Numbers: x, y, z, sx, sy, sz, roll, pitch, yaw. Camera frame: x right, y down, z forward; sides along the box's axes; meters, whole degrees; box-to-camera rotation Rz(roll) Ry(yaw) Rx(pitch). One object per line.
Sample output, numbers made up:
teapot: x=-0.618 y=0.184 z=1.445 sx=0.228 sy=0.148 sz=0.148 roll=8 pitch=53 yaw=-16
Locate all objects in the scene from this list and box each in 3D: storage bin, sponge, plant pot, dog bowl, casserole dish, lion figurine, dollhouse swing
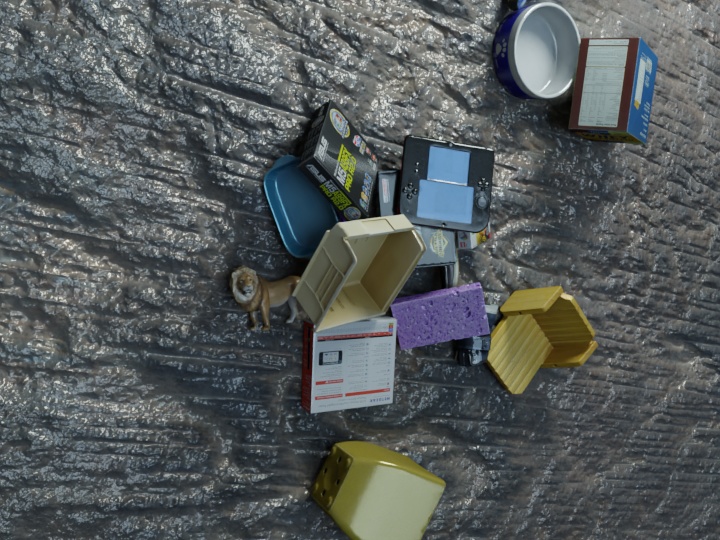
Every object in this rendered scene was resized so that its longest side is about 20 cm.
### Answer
storage bin: x=0.000 y=0.000 z=1.489 sx=0.198 sy=0.094 sz=0.200 roll=-11 pitch=143 yaw=-45
sponge: x=0.167 y=0.098 z=1.659 sx=0.196 sy=0.030 sz=0.113 roll=-11 pitch=113 yaw=5
plant pot: x=0.017 y=0.457 z=1.600 sx=0.198 sy=0.195 sz=0.197 roll=30 pitch=82 yaw=-23
dog bowl: x=0.392 y=-0.483 z=1.739 sx=0.197 sy=0.078 sz=0.204 roll=-5 pitch=101 yaw=-30
casserole dish: x=-0.106 y=-0.121 z=1.486 sx=0.119 sy=0.039 sz=0.203 roll=-18 pitch=97 yaw=19
lion figurine: x=-0.162 y=0.046 z=1.508 sx=0.198 sy=0.072 sz=0.125 roll=-9 pitch=95 yaw=-43
dollhouse swing: x=0.412 y=0.175 z=1.806 sx=0.201 sy=0.180 sz=0.177 roll=52 pitch=52 yaw=-26

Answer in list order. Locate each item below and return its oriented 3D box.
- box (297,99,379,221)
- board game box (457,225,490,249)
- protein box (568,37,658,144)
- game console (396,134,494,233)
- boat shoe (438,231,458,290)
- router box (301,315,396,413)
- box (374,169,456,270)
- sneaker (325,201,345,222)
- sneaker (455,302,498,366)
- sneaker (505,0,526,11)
box: x=-0.036 y=-0.205 z=1.480 sx=0.160 sy=0.044 sz=0.202 roll=47 pitch=32 yaw=-27
board game box: x=0.237 y=-0.157 z=1.686 sx=0.126 sy=0.034 sz=0.204 roll=-26 pitch=111 yaw=-59
protein box: x=0.578 y=-0.404 z=1.785 sx=0.197 sy=0.133 sz=0.204 roll=-1 pitch=99 yaw=-58
game console: x=0.173 y=-0.173 z=1.584 sx=0.196 sy=0.031 sz=0.181 roll=7 pitch=90 yaw=-14
boat shoe: x=0.173 y=-0.045 z=1.684 sx=0.063 sy=0.072 sz=0.204 roll=-4 pitch=98 yaw=-12
router box: x=-0.023 y=0.189 z=1.612 sx=0.197 sy=0.049 sz=0.183 roll=-1 pitch=98 yaw=-30
box: x=0.112 y=-0.107 z=1.611 sx=0.156 sy=0.046 sz=0.204 roll=-4 pitch=93 yaw=-12
sneaker: x=-0.040 y=-0.111 z=1.553 sx=0.098 sy=0.069 sz=0.204 roll=-12 pitch=106 yaw=-36
sneaker: x=0.215 y=0.135 z=1.729 sx=0.199 sy=0.077 sz=0.149 roll=10 pitch=91 yaw=-31
sneaker: x=0.392 y=-0.642 z=1.716 sx=0.089 sy=0.078 sz=0.201 roll=41 pitch=76 yaw=-26
